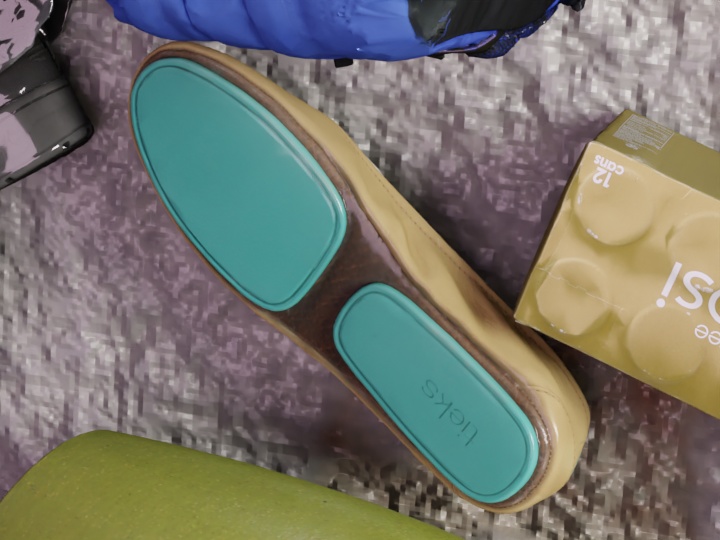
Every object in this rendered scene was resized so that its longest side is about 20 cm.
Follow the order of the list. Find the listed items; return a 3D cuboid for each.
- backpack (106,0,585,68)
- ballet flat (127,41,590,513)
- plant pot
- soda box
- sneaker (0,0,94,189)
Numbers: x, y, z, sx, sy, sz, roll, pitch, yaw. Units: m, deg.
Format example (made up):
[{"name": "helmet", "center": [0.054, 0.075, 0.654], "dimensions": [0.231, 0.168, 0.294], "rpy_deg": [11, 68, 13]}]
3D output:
[{"name": "backpack", "center": [-0.015, -0.137, 0.735], "dimensions": [0.167, 0.200, 0.163], "rpy_deg": [0, 104, 17]}, {"name": "ballet flat", "center": [0.000, 0.000, 0.840], "dimensions": [0.200, 0.063, 0.069], "rpy_deg": [49, 120, 8]}, {"name": "plant pot", "center": [-0.036, 0.145, 0.837], "dimensions": [0.200, 0.187, 0.187], "rpy_deg": [31, 111, 22]}, {"name": "soda box", "center": [0.155, 0.023, 0.795], "dimensions": [0.200, 0.064, 0.068], "rpy_deg": [26, 109, 10]}, {"name": "sneaker", "center": [-0.172, -0.064, 0.878], "dimensions": [0.200, 0.060, 0.104], "rpy_deg": [-26, 96, 15]}]
